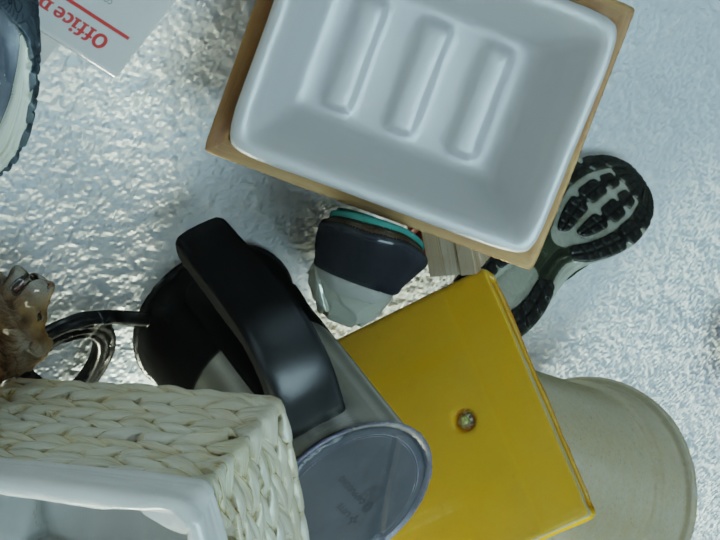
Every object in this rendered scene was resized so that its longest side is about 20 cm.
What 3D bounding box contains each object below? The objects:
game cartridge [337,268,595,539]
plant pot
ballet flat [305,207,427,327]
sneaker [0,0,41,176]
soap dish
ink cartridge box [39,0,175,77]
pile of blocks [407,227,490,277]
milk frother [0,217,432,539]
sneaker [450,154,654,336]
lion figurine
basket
[{"bbox_3d":[0.031,0.120,1.024,0.199,0.177,0.032,-26,163,15],"label":"game cartridge"},{"bbox_3d":[0.116,0.148,1.117,0.201,0.201,0.183,-49,141,8],"label":"plant pot"},{"bbox_3d":[0.000,0.000,0.939,0.073,0.200,0.074,0,93,-3],"label":"ballet flat"},{"bbox_3d":[-0.214,-0.078,0.743,0.086,0.078,0.200,10,151,-30],"label":"sneaker"},{"bbox_3d":[0.032,-0.109,0.874,0.199,0.081,0.158,20,100,-6],"label":"soap dish"},{"bbox_3d":[-0.137,-0.179,0.772,0.200,0.067,0.116,-51,137,10],"label":"ink cartridge box"},{"bbox_3d":[0.031,-0.080,0.996,0.062,0.082,0.201,-5,131,24],"label":"pile of blocks"},{"bbox_3d":[-0.097,0.092,0.933,0.200,0.188,0.181,-40,137,-2],"label":"milk frother"},{"bbox_3d":[0.126,-0.014,1.116,0.200,0.077,0.089,-36,180,-24],"label":"sneaker"},{"bbox_3d":[-0.229,0.051,0.804,0.072,0.200,0.123,-23,119,26],"label":"lion figurine"},{"bbox_3d":[-0.134,0.142,0.828,0.123,0.199,0.136,-45,132,-56],"label":"basket"}]
